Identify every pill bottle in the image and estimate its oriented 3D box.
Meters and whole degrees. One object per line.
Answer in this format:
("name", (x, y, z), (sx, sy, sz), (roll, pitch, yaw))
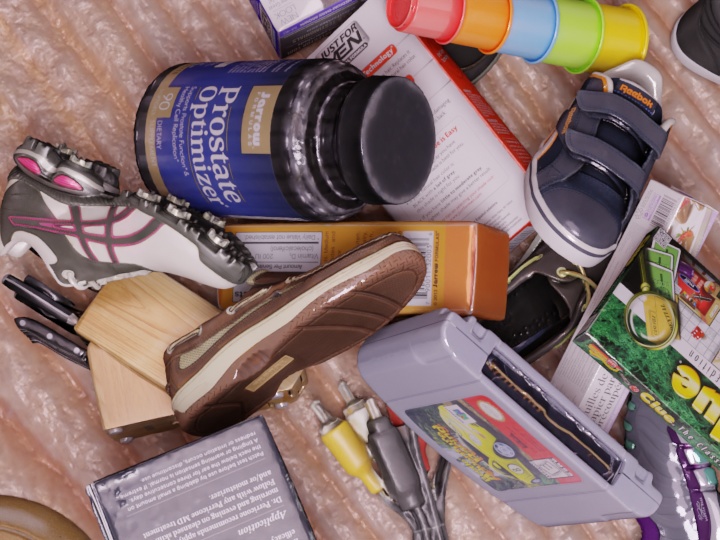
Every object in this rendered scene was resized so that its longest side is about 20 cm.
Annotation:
("pill bottle", (-0.052, -0.091, 1.198), (0.199, 0.112, 0.113), (3, 74, 38))

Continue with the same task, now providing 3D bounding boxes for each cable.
("cable", (0.040, 0.167, 1.230), (0.097, 0.050, 0.201), (-20, 90, -22))

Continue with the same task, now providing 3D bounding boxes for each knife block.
("knife block", (-0.150, 0.026, 1.239), (0.199, 0.064, 0.177), (-12, 78, -2))

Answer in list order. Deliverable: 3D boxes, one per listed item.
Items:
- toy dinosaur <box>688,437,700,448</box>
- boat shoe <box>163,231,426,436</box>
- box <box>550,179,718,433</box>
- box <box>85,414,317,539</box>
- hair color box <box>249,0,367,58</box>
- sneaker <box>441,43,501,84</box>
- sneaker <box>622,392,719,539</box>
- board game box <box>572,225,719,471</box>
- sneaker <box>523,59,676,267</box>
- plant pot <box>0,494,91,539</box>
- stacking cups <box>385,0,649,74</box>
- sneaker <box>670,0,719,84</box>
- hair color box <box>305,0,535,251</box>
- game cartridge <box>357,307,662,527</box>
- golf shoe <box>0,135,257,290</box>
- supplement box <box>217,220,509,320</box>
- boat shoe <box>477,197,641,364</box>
("toy dinosaur", (0.280, 0.075, 1.214), (0.088, 0.048, 0.200), (28, 44, -3))
("boat shoe", (-0.052, 0.026, 1.151), (0.202, 0.075, 0.075), (-34, 59, 11))
("box", (0.182, 0.036, 1.206), (0.039, 0.041, 0.201), (20, 99, -35))
("box", (-0.077, 0.218, 1.125), (0.123, 0.200, 0.198), (-21, 78, -5))
("hair color box", (-0.059, -0.276, 1.311), (0.109, 0.065, 0.201), (-27, 80, -6))
("sneaker", (0.095, -0.236, 1.277), (0.074, 0.106, 0.201), (23, 79, 5))
("sneaker", (0.201, 0.120, 1.215), (0.087, 0.074, 0.201), (-14, 72, 10))
("board game box", (0.243, 0.073, 1.145), (0.200, 0.023, 0.105), (41, 64, -4))
("sneaker", (0.168, -0.084, 1.199), (0.078, 0.080, 0.200), (33, 35, -9))
("plant pot", (-0.265, 0.256, 1.206), (0.198, 0.028, 0.202), (0, 76, 0))
("stacking cups", (0.111, -0.174, 1.245), (0.199, 0.060, 0.061), (3, 75, -27))
("sneaker", (0.330, -0.158, 1.263), (0.199, 0.099, 0.071), (21, 76, 4))
("hair color box", (0.047, -0.094, 1.252), (0.101, 0.061, 0.200), (-40, 80, 17))
("game cartridge", (0.094, 0.105, 1.166), (0.200, 0.133, 0.041), (41, 67, -16))
("golf shoe", (-0.161, -0.019, 1.184), (0.199, 0.077, 0.089), (24, 94, 24))
("supplement box", (0.000, 0.000, 1.206), (0.199, 0.066, 0.069), (3, 86, 27))
("boat shoe", (0.135, 0.019, 1.230), (0.201, 0.061, 0.072), (-38, 112, -4))
